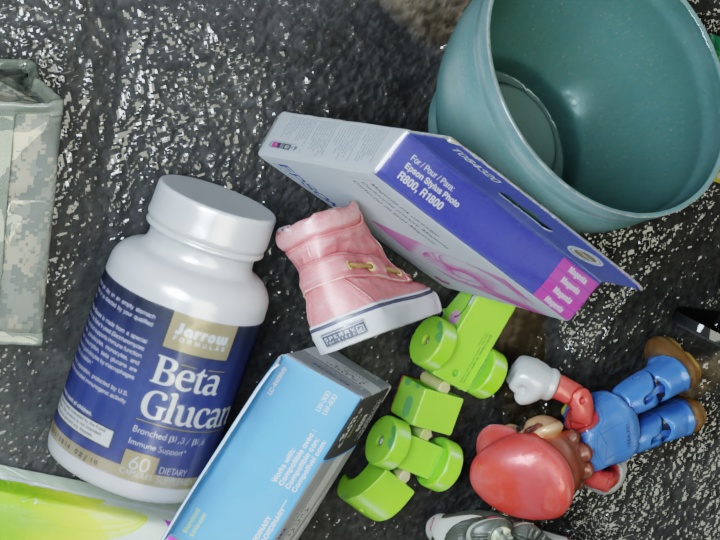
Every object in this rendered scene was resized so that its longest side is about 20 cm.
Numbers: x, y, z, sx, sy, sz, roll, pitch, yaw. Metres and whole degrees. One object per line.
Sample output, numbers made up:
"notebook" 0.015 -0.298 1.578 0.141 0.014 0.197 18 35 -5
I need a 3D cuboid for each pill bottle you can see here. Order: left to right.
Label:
"pill bottle" -0.126 0.044 1.445 0.111 0.111 0.200 13 104 -30

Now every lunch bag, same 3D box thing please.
"lunch bag" -0.291 -0.045 1.318 0.200 0.118 0.164 1 110 -21

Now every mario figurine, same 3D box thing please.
"mario figurine" 0.160 0.117 1.657 0.200 0.106 0.124 -23 83 -28

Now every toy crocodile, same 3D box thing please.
"toy crocodile" 0.050 0.093 1.591 0.067 0.062 0.200 24 94 -32

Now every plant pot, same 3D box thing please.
"plant pot" 0.129 -0.109 1.474 0.200 0.134 0.200 13 65 -30

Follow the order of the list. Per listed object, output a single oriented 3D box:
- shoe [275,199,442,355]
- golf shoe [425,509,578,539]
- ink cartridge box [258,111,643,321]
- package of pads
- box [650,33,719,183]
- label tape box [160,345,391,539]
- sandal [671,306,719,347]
"shoe" 0.000 0.000 1.479 0.071 0.200 0.091 -21 88 13
"golf shoe" 0.141 0.228 1.666 0.200 0.088 0.077 30 86 -30
"ink cartridge box" 0.057 -0.033 1.454 0.196 0.200 0.043 35 79 -32
"package of pads" -0.210 0.224 1.504 0.200 0.068 0.155 17 102 -29
"box" 0.289 -0.104 1.590 0.200 0.117 0.048 20 63 -31
"label tape box" -0.054 0.128 1.471 0.066 0.200 0.143 32 95 6
"sandal" 0.320 0.037 1.692 0.200 0.075 0.045 5 111 -36
